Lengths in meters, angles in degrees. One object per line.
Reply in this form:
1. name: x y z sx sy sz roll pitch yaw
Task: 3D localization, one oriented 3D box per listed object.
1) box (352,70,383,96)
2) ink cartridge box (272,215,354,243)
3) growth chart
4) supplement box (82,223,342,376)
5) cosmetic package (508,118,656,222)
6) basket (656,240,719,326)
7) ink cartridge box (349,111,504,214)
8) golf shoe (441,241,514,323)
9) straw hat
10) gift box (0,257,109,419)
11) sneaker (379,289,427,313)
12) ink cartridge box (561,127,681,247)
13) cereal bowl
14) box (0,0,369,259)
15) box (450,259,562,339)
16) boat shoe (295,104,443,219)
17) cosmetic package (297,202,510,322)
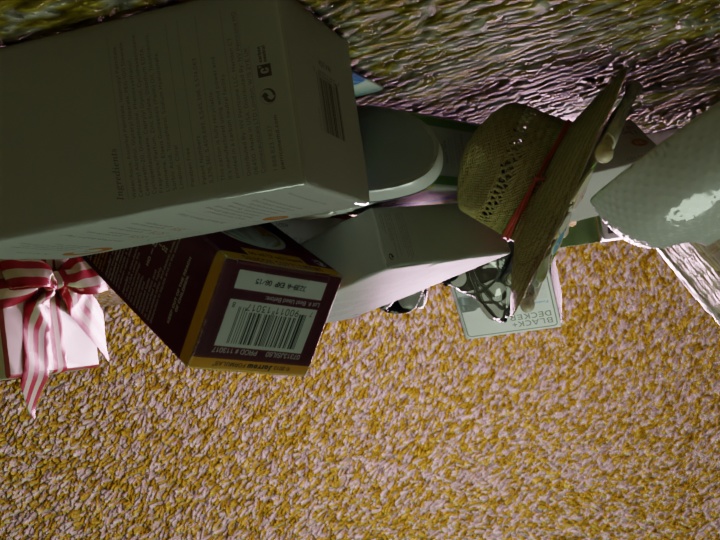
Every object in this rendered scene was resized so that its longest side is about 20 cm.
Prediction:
1. box: -0.093 -0.090 0.720 0.198 0.048 0.122 -9 177 21
2. ink cartridge box: -0.084 -0.023 1.105 0.173 0.085 0.200 6 -175 -19
3. growth chart: 0.172 -0.056 0.874 0.018 0.145 0.201 26 138 7
4. supplement box: -0.120 -0.005 0.837 0.110 0.086 0.200 10 -162 -42
5. cosmetic package: 0.175 -0.083 1.014 0.198 0.051 0.083 -14 -144 -6
6. basket: 0.399 -0.041 1.017 0.198 0.201 0.161 -40 167 3
7. ink cartridge box: 0.052 -0.084 0.912 0.103 0.060 0.199 -11 175 36
8. golf shoe: 0.121 -0.006 1.099 0.093 0.079 0.200 10 160 5
9. straw hat: 0.118 -0.075 0.820 0.084 0.203 0.201 25 179 5
10. gift box: -0.338 0.035 0.995 0.184 0.203 0.184 -10 -179 14
11. sneaker: 0.032 -0.018 1.159 0.074 0.117 0.200 0 -158 -6
12. ink cartridge box: 0.299 -0.090 1.180 0.197 0.105 0.059 -8 176 11
13. cereal bowl: 0.279 -0.079 0.838 0.199 0.084 0.200 -34 173 -5
14. box: -0.109 -0.070 0.582 0.197 0.099 0.124 -10 177 14
15. box: 0.150 -0.023 1.198 0.115 0.202 0.060 -8 -143 14
16. boat shoe: -0.026 -0.073 0.797 0.198 0.074 0.065 5 156 29
17. cosmetic package: 0.000 0.000 0.900 0.150 0.052 0.199 -4 165 -45
